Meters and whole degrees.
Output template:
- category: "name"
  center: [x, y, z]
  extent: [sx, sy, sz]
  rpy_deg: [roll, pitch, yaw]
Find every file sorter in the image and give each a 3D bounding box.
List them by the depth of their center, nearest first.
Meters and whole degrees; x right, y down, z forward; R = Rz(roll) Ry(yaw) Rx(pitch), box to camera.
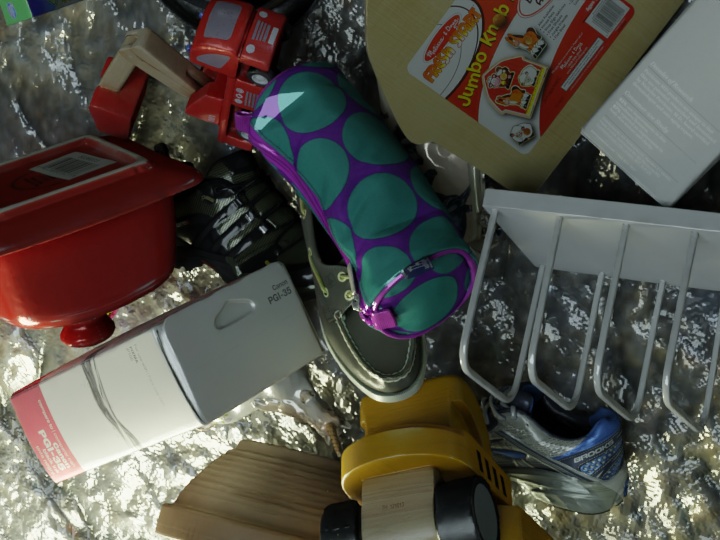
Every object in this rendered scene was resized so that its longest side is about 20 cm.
- category: "file sorter"
  center: [0.185, 0.034, 1.060]
  extent: [0.199, 0.139, 0.125]
  rpy_deg: [7, 76, 25]

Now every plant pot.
- category: "plant pot"
  center: [-0.061, 0.194, 1.275]
  extent: [0.200, 0.201, 0.093]
  rpy_deg: [9, 79, 24]

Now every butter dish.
- category: "butter dish"
  center: [-0.229, -0.010, 1.219]
  extent: [0.200, 0.199, 0.149]
  rpy_deg: [24, 131, 57]

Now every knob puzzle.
- category: "knob puzzle"
  center: [0.088, -0.172, 1.057]
  extent: [0.218, 0.030, 0.221]
  rpy_deg: [-2, 111, -6]

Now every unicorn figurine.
- category: "unicorn figurine"
  center: [-0.087, 0.088, 1.297]
  extent: [0.200, 0.074, 0.138]
  rpy_deg: [-17, 103, 48]

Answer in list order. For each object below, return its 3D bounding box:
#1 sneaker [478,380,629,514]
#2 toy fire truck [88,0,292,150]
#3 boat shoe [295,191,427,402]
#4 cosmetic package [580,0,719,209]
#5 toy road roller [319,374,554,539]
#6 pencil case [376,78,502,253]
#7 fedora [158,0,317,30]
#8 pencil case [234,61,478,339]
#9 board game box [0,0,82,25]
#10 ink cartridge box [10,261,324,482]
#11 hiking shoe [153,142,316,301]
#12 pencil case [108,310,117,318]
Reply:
- category: "sneaker"
  center: [0.110, 0.119, 1.198]
  extent: [0.199, 0.077, 0.086]
  rpy_deg: [8, 118, 14]
- category: "toy fire truck"
  center: [-0.133, -0.150, 1.186]
  extent: [0.140, 0.049, 0.200]
  rpy_deg: [18, 157, -2]
- category: "boat shoe"
  center: [-0.003, 0.001, 1.145]
  extent: [0.060, 0.072, 0.202]
  rpy_deg: [82, 170, -59]
- category: "cosmetic package"
  center: [0.244, -0.145, 1.004]
  extent: [0.090, 0.107, 0.200]
  rpy_deg: [41, 121, 7]
- category: "toy road roller"
  center: [0.061, 0.169, 1.144]
  extent: [0.122, 0.147, 0.200]
  rpy_deg: [-14, 144, 22]
- category: "pencil case"
  center: [0.058, -0.112, 1.129]
  extent: [0.089, 0.078, 0.201]
  rpy_deg: [8, 113, 36]
- category: "fedora"
  center: [-0.122, -0.256, 1.156]
  extent: [0.200, 0.092, 0.202]
  rpy_deg: [10, 114, 24]
- category: "pencil case"
  center: [-0.003, -0.052, 1.092]
  extent: [0.200, 0.092, 0.085]
  rpy_deg: [56, 160, 28]
- category: "board game box"
  center: [-0.252, -0.298, 1.183]
  extent: [0.029, 0.135, 0.201]
  rpy_deg: [-10, 105, 30]
- category: "ink cartridge box"
  center: [-0.149, 0.079, 1.193]
  extent: [0.200, 0.146, 0.083]
  rpy_deg: [-23, 94, 43]
- category: "hiking shoe"
  center: [-0.088, -0.040, 1.235]
  extent: [0.199, 0.076, 0.101]
  rpy_deg: [14, 119, 23]
- category: "pencil case"
  center: [-0.303, -0.002, 1.358]
  extent: [0.199, 0.088, 0.089]
  rpy_deg: [9, 113, 22]
